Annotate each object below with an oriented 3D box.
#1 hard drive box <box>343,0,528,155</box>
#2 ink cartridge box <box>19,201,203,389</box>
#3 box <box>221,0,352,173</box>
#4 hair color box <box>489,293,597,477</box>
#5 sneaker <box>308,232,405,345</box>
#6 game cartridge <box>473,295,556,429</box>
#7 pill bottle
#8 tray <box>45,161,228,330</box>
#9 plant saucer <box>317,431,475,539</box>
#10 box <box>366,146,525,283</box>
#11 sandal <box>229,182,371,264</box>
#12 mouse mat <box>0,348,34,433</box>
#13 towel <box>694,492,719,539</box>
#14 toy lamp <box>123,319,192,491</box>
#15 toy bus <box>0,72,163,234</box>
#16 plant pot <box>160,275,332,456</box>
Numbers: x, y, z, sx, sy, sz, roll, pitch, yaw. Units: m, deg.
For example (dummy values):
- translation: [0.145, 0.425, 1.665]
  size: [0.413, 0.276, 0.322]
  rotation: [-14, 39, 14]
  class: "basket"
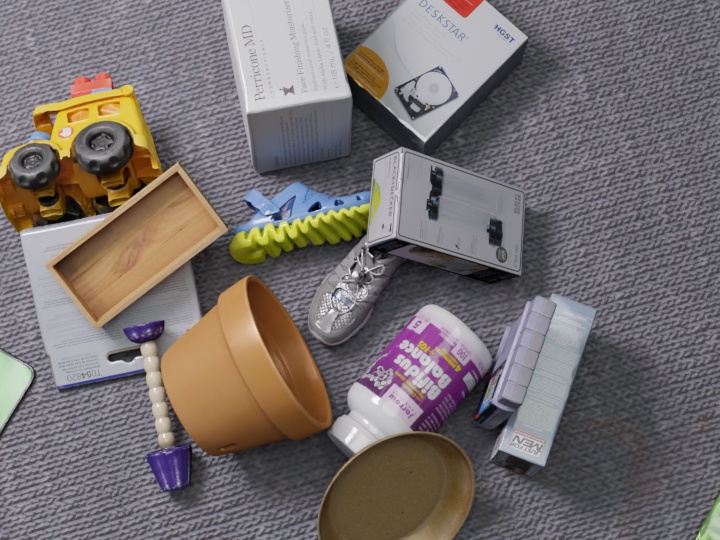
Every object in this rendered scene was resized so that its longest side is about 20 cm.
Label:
- translation: [0.091, -0.268, 1.802]
  size: [0.156, 0.077, 0.200]
  rotation: [41, 77, 10]
  class: "hard drive box"
- translation: [-0.300, 0.029, 1.715]
  size: [0.198, 0.041, 0.202]
  rotation: [-11, 100, -4]
  class: "ink cartridge box"
- translation: [-0.092, -0.255, 1.732]
  size: [0.130, 0.200, 0.200]
  rotation: [-11, 74, -4]
  class: "box"
- translation: [0.218, 0.139, 1.673]
  size: [0.060, 0.099, 0.201]
  rotation: [21, 75, 5]
  class: "hair color box"
- translation: [0.000, 0.000, 1.719]
  size: [0.074, 0.082, 0.201]
  rotation: [32, 75, 9]
  class: "sneaker"
- translation: [0.175, 0.113, 1.628]
  size: [0.038, 0.200, 0.130]
  rotation: [25, 74, 2]
  class: "game cartridge"
- translation: [0.055, 0.147, 1.663]
  size: [0.112, 0.112, 0.200]
  rotation: [40, 77, 10]
  class: "pill bottle"
- translation: [-0.267, -0.030, 1.670]
  size: [0.200, 0.037, 0.099]
  rotation: [-37, 101, 2]
  class: "tray"
- translation: [0.037, 0.264, 1.617]
  size: [0.199, 0.201, 0.035]
  rotation: [-28, 34, -8]
  class: "plant saucer"
- translation: [0.106, -0.065, 1.698]
  size: [0.199, 0.060, 0.118]
  rotation: [15, 71, -34]
  class: "box"
- translation: [-0.071, -0.074, 1.737]
  size: [0.198, 0.080, 0.088]
  rotation: [-11, 66, 5]
  class: "sandal"
- translation: [-0.520, 0.144, 1.713]
  size: [0.199, 0.008, 0.162]
  rotation: [29, 76, 6]
  class: "mouse mat"
- translation: [0.510, 0.327, 1.663]
  size: [0.199, 0.031, 0.150]
  rotation: [30, 73, 10]
  class: "towel"
- translation: [-0.241, 0.163, 1.671]
  size: [0.058, 0.058, 0.201]
  rotation: [-13, 88, -4]
  class: "toy lamp"
- translation: [-0.355, -0.157, 1.744]
  size: [0.199, 0.136, 0.193]
  rotation: [-14, 57, -3]
  class: "toy bus"
- translation: [-0.141, 0.126, 1.636]
  size: [0.139, 0.200, 0.201]
  rotation: [-28, 75, 8]
  class: "plant pot"
